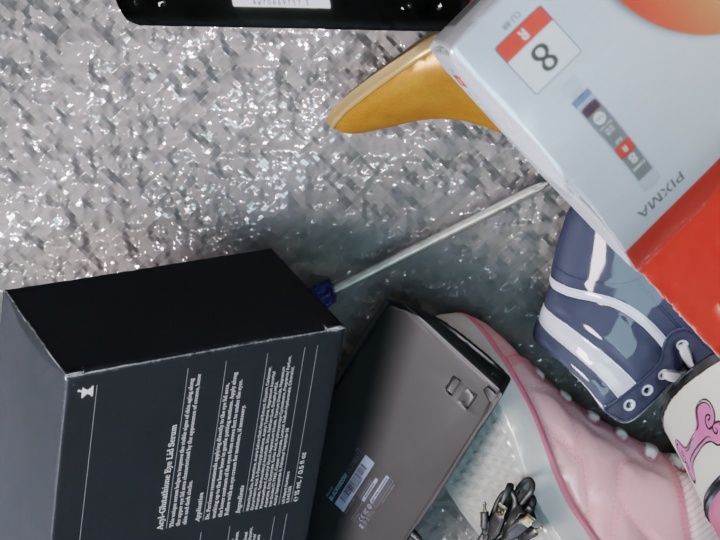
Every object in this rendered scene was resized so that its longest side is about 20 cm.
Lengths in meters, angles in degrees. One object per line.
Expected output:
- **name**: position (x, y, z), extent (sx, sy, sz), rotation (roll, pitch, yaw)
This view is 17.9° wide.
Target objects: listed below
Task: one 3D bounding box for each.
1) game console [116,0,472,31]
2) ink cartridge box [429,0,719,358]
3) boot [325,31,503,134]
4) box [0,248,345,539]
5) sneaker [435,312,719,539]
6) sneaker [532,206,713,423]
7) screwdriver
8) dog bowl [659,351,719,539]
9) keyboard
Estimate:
- **game console**: position (-0.041, -0.191, 0.994), extent (0.200, 0.031, 0.177), rotation (5, 118, 33)
- **ink cartridge box**: position (0.152, -0.075, 0.942), extent (0.162, 0.050, 0.200), rotation (-45, 97, -3)
- **boot**: position (0.093, -0.063, 1.032), extent (0.201, 0.071, 0.144), rotation (-29, 99, 32)
- **box**: position (-0.098, 0.100, 1.073), extent (0.141, 0.079, 0.200), rotation (-11, 127, -32)
- **sneaker**: position (0.108, 0.098, 1.127), extent (0.200, 0.105, 0.075), rotation (58, 145, 8)
- **sneaker**: position (0.180, 0.033, 1.094), extent (0.200, 0.070, 0.109), rotation (22, 104, 0)
- **screwdriver**: position (0.000, 0.000, 1.107), extent (0.200, 0.028, 0.029), rotation (-30, 135, 14)
- **dog bowl**: position (0.242, 0.081, 1.047), extent (0.200, 0.074, 0.200), rotation (-7, 155, -3)
- **keyboard**: position (0.019, 0.118, 1.114), extent (0.127, 0.021, 0.200), rotation (43, 124, 18)
